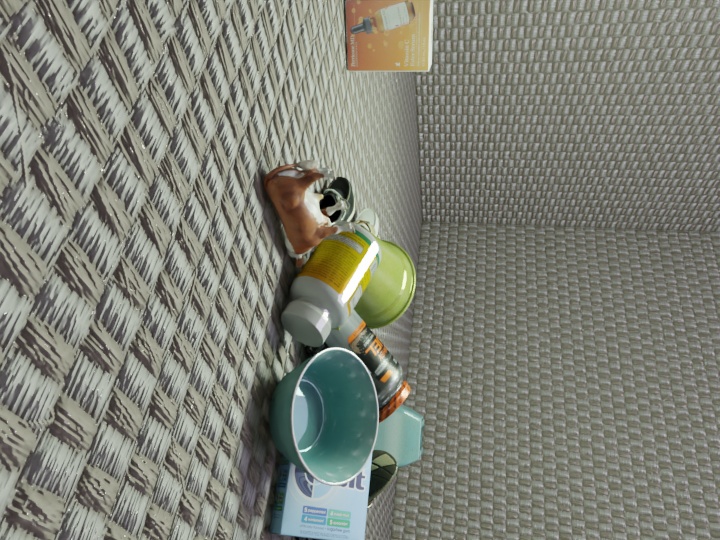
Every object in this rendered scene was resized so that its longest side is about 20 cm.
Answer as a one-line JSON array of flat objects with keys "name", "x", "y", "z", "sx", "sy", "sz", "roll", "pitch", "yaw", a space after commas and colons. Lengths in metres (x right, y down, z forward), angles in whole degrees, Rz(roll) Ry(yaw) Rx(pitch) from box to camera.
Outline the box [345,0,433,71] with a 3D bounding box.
[{"name": "box", "x": 0.069, "y": -0.551, "z": 1.345, "sx": 0.107, "sy": 0.193, "sz": 0.157, "roll": -70, "pitch": 160, "yaw": -61}]

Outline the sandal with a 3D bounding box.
[{"name": "sandal", "x": -0.011, "y": 0.418, "z": 1.075, "sx": 0.201, "sy": 0.079, "sz": 0.058, "roll": -46, "pitch": 148, "yaw": -9}]

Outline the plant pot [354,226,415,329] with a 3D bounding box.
[{"name": "plant pot", "x": 0.000, "y": 0.000, "z": 1.209, "sx": 0.184, "sy": 0.194, "sz": 0.207, "roll": 42, "pitch": 51, "yaw": -62}]

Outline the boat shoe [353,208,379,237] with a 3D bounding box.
[{"name": "boat shoe", "x": 0.007, "y": -0.094, "z": 1.459, "sx": 0.070, "sy": 0.072, "sz": 0.204, "roll": 90, "pitch": 10, "yaw": -47}]

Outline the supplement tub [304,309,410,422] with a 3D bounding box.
[{"name": "supplement tub", "x": -0.003, "y": 0.178, "z": 1.087, "sx": 0.201, "sy": 0.122, "sz": 0.123, "roll": 49, "pitch": 16, "yaw": -1}]

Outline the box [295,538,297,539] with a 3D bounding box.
[{"name": "box", "x": -0.081, "y": 0.473, "z": 1.189, "sx": 0.203, "sy": 0.048, "sz": 0.202, "roll": 82, "pitch": 17, "yaw": -46}]

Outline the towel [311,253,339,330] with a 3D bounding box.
[{"name": "towel", "x": -0.061, "y": 0.017, "z": 1.077, "sx": 0.018, "sy": 0.083, "sz": 0.205, "roll": 71, "pitch": 24, "yaw": -54}]

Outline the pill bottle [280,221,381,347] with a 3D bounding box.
[{"name": "pill bottle", "x": -0.051, "y": 0.024, "z": 0.983, "sx": 0.202, "sy": 0.110, "sz": 0.114, "roll": -59, "pitch": 155, "yaw": -32}]

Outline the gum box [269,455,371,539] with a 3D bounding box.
[{"name": "gum box", "x": -0.060, "y": 0.351, "z": 0.996, "sx": 0.044, "sy": 0.166, "sz": 0.206, "roll": -24, "pitch": -129, "yaw": 51}]

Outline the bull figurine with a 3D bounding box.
[{"name": "bull figurine", "x": -0.079, "y": -0.087, "z": 0.894, "sx": 0.202, "sy": 0.118, "sz": 0.066, "roll": 69, "pitch": 2, "yaw": -54}]

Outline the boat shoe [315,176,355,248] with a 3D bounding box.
[{"name": "boat shoe", "x": -0.051, "y": -0.127, "z": 1.133, "sx": 0.203, "sy": 0.069, "sz": 0.069, "roll": -74, "pitch": 167, "yaw": -46}]

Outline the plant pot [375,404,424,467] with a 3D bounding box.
[{"name": "plant pot", "x": 0.092, "y": 0.495, "z": 1.747, "sx": 0.196, "sy": 0.193, "sz": 0.203, "roll": 48, "pitch": 45, "yaw": -76}]

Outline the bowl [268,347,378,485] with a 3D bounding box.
[{"name": "bowl", "x": -0.069, "y": 0.230, "z": 0.919, "sx": 0.198, "sy": 0.103, "sz": 0.208, "roll": 16, "pitch": 69, "yaw": -46}]
